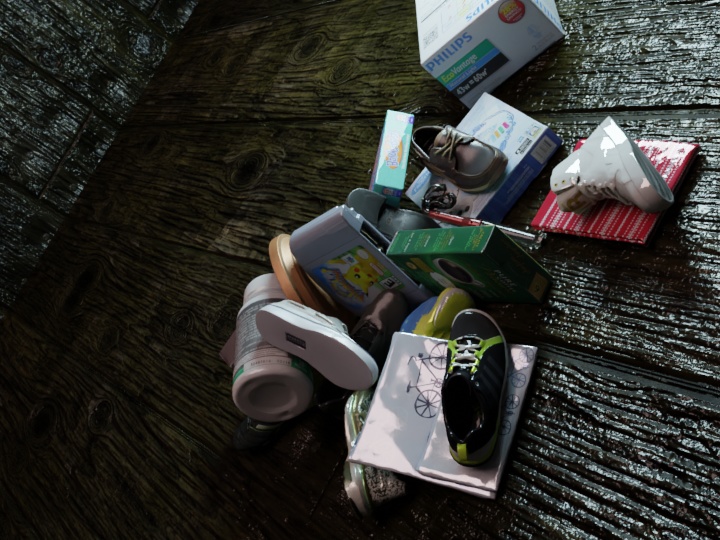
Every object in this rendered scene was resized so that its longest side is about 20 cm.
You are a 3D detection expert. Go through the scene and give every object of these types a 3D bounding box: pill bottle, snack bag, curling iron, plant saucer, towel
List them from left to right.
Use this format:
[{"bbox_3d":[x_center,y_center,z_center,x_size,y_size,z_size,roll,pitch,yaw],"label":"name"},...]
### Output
[{"bbox_3d":[-0.123,0.105,1.439,0.113,0.113,0.201,-38,35,28],"label":"pill bottle"},{"bbox_3d":[-0.063,0.031,1.485,0.032,0.200,0.201,-33,34,12],"label":"plant saucer"},{"bbox_3d":[0.097,0.161,1.211,0.199,0.021,0.189,9,66,29],"label":"snack bag"},{"bbox_3d":[0.160,-0.069,1.359,0.200,0.025,0.050,27,112,37],"label":"curling iron"},{"bbox_3d":[0.310,-0.100,1.246,0.200,0.022,0.145,15,71,57],"label":"towel"}]

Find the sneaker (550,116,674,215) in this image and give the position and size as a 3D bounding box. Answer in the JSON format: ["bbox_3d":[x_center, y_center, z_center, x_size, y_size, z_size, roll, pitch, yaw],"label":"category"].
[{"bbox_3d":[0.289,-0.095,1.187,0.116,0.074,0.200,-42,22,18],"label":"sneaker"}]

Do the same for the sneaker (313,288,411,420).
[{"bbox_3d":[0.004,0.116,1.383,0.076,0.091,0.201,27,93,27],"label":"sneaker"}]

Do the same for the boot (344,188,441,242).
[{"bbox_3d":[0.027,-0.032,1.479,0.069,0.200,0.174,-59,5,-32],"label":"boot"}]

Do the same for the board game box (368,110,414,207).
[{"bbox_3d":[0.036,-0.119,1.540,0.200,0.045,0.153,105,176,-52],"label":"board game box"}]

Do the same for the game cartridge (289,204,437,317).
[{"bbox_3d":[0.000,0.000,1.419,0.133,0.200,0.041,-25,32,44],"label":"game cartridge"}]

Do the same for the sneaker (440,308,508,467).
[{"bbox_3d":[0.129,0.125,1.153,0.071,0.083,0.201,-8,58,16],"label":"sneaker"}]

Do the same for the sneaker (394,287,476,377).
[{"bbox_3d":[0.081,0.115,1.331,0.200,0.076,0.105,-57,15,-12],"label":"sneaker"}]

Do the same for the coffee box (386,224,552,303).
[{"bbox_3d":[0.138,-0.006,1.306,0.200,0.123,0.044,-2,56,57],"label":"coffee box"}]

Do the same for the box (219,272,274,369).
[{"bbox_3d":[-0.125,0.086,1.620,0.200,0.100,0.075,-56,28,-2],"label":"box"}]

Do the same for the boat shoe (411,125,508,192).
[{"bbox_3d":[0.131,-0.163,1.431,0.075,0.073,0.200,-59,30,-5],"label":"boat shoe"}]

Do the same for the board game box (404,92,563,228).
[{"bbox_3d":[0.174,-0.147,1.471,0.200,0.043,0.199,-51,31,7],"label":"board game box"}]

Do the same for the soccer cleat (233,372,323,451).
[{"bbox_3d":[-0.137,0.206,1.532,0.200,0.081,0.068,-38,33,28],"label":"soccer cleat"}]

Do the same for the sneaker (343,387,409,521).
[{"bbox_3d":[0.029,0.230,1.305,0.088,0.077,0.200,-11,41,9],"label":"sneaker"}]

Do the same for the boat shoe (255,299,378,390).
[{"bbox_3d":[-0.048,0.092,1.330,0.199,0.072,0.066,21,36,34],"label":"boat shoe"}]

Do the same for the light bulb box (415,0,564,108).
[{"bbox_3d":[0.200,-0.404,1.611,0.198,0.125,0.201,-35,36,30],"label":"light bulb box"}]
